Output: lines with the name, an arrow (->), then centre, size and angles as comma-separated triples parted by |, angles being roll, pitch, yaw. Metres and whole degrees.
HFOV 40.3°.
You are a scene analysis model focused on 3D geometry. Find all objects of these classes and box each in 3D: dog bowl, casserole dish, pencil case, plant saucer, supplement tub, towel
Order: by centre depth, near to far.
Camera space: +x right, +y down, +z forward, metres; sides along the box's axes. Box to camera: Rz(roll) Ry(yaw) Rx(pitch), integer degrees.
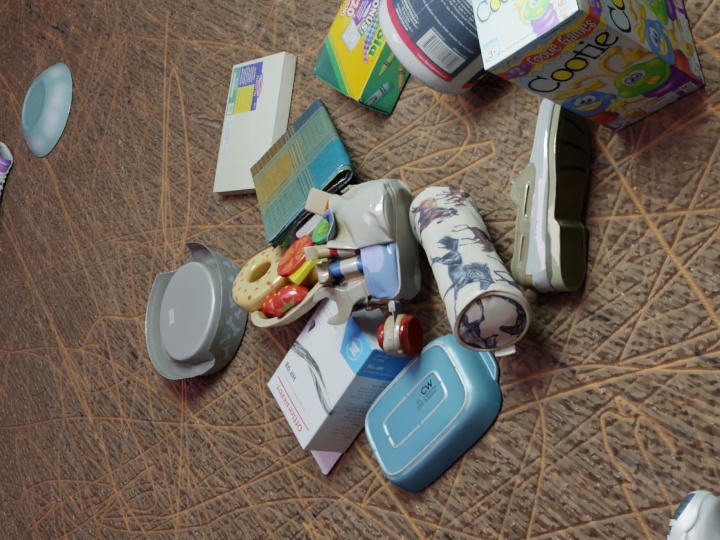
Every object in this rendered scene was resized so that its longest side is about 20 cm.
pencil case -> 0.109, -0.002, 1.002 | 0.078, 0.090, 0.200 | -30, 38, 10
supplement tub -> 0.129, -0.298, 1.047 | 0.200, 0.140, 0.141 | -39, 53, 35
casserole dish -> 0.070, 0.154, 1.069 | 0.200, 0.039, 0.121 | -49, 48, 27
towel -> -0.080, -0.129, 1.274 | 0.147, 0.022, 0.200 | -43, 33, 15
dog bowl -> -0.236, 0.062, 1.425 | 0.200, 0.059, 0.201 | -17, 67, 45
plant saucer -> -0.658, -0.336, 2.025 | 0.201, 0.039, 0.202 | -17, 67, 46

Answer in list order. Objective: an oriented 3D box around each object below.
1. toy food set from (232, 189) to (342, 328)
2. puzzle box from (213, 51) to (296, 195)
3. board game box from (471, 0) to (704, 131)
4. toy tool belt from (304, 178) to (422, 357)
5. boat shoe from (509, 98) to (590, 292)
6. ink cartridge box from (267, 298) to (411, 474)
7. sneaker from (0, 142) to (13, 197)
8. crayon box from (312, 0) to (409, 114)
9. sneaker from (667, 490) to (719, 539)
toy food set -> -0.075, -0.015, 1.218 | 0.198, 0.049, 0.200 | -51, 22, -2
puzzle box -> -0.154, -0.211, 1.431 | 0.133, 0.025, 0.201 | 1, 80, 49
board game box -> 0.206, -0.217, 0.891 | 0.105, 0.199, 0.103 | -28, 60, 41
toy tool belt -> 0.000, 0.000, 1.090 | 0.122, 0.125, 0.201 | -7, 86, 27
boat shoe -> 0.183, -0.079, 0.976 | 0.068, 0.075, 0.201 | -3, 78, 42
ink cartridge box -> -0.038, 0.135, 1.172 | 0.200, 0.067, 0.116 | -57, 45, 21
sneaker -> -0.800, -0.189, 2.123 | 0.114, 0.072, 0.201 | -31, 58, 36
crayon box -> 0.028, -0.311, 1.226 | 0.119, 0.058, 0.201 | 41, 110, 46
sneaker -> 0.309, 0.267, 0.737 | 0.129, 0.079, 0.200 | -14, 70, 44
